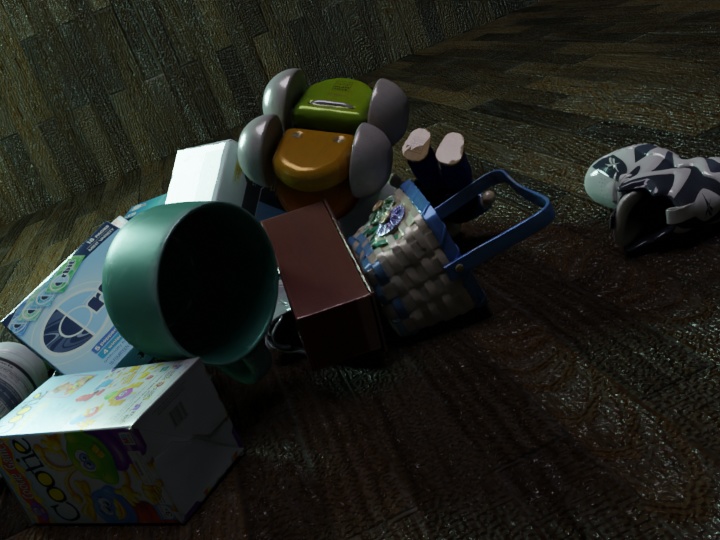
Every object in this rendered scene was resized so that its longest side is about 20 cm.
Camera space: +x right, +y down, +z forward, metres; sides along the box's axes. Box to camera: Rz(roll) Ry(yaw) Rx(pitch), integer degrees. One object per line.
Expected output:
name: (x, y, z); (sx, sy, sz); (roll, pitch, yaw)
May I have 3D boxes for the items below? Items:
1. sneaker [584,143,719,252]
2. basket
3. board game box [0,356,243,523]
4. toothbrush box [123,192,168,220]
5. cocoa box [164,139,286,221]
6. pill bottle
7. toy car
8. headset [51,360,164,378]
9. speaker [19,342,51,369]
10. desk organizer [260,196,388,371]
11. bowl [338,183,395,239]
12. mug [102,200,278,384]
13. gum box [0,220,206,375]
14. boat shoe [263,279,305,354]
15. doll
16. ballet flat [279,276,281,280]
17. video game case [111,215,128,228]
sneaker: (0.283, -0.075, 0.946); (0.129, 0.080, 0.199); (-21, 26, -28)
basket: (0.092, -0.032, 0.947); (0.199, 0.140, 0.176); (-29, 19, -2)
board game box: (-0.227, 0.159, 0.826); (0.199, 0.104, 0.105); (-10, 23, 32)
toothbrush box: (-0.241, -0.057, 1.390); (0.199, 0.147, 0.085); (-19, 19, 3)
cocoa box: (-0.167, -0.043, 1.135); (0.131, 0.201, 0.133); (19, -12, -39)
pill bottle: (-0.430, 0.162, 1.025); (0.119, 0.120, 0.200); (-20, 17, 6)
toy car: (-0.038, -0.138, 1.070); (0.174, 0.151, 0.201); (8, 49, 13)
headset: (-0.256, 0.112, 1.008); (0.199, 0.095, 0.124); (7, 30, 26)
speaker: (-0.395, 0.064, 1.321); (0.200, 0.089, 0.088); (-34, 22, -33)
desk organizer: (-0.042, 0.010, 0.922); (0.077, 0.072, 0.200); (-18, 34, -6)
bowl: (-0.013, -0.074, 1.181); (0.200, 0.091, 0.202); (-9, 33, 6)
mug: (-0.169, 0.027, 0.871); (0.114, 0.186, 0.152); (2, 8, 40)
gum box: (-0.278, 0.044, 0.996); (0.199, 0.045, 0.170); (25, 65, 40)
boat shoe: (-0.072, 0.056, 0.995); (0.071, 0.070, 0.200); (-29, 22, -38)
doll: (0.095, -0.099, 1.098); (0.136, 0.200, 0.049); (10, 67, 17)
ballet flat: (0.000, 0.000, 1.075); (0.199, 0.072, 0.072); (-24, 18, -6)
video game case: (-0.306, 0.011, 1.110); (0.143, 0.017, 0.200); (-47, 38, -13)
